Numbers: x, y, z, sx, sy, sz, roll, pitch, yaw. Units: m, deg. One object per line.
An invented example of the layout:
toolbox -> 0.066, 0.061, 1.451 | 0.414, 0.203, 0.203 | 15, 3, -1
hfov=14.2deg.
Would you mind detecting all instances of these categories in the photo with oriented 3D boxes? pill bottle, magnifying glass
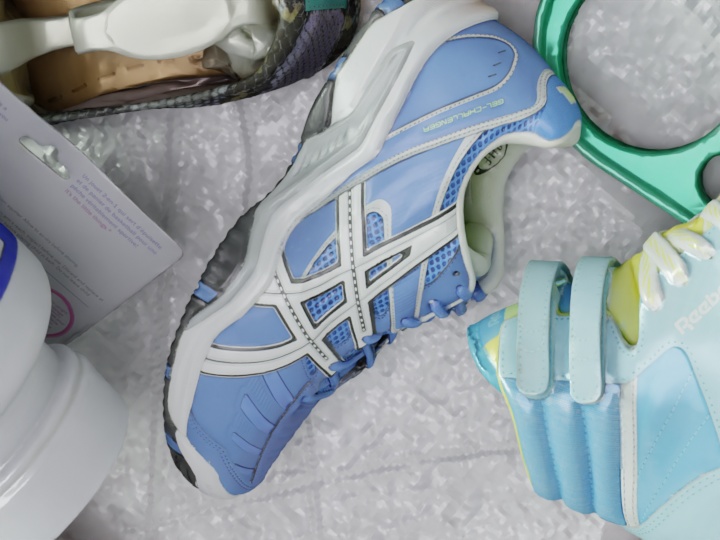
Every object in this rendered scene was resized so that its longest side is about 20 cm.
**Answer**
pill bottle -> -0.172, 0.008, 0.938 | 0.112, 0.112, 0.200 | -38, 114, 17
magnifying glass -> 0.128, -0.023, 0.972 | 0.079, 0.022, 0.201 | -31, 91, 18

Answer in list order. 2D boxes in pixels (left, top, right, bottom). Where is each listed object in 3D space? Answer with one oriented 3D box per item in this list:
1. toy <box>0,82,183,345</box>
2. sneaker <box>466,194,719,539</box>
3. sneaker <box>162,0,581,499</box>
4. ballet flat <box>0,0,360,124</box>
toy -> -0.165, -0.004, 1.028 | 0.200, 0.047, 0.115 | -36, 113, 30
sneaker -> 0.105, -0.002, 0.932 | 0.130, 0.080, 0.201 | 16, 102, 12
sneaker -> 0.000, 0.000, 0.979 | 0.077, 0.076, 0.201 | 35, 109, 15
ballet flat -> -0.102, -0.083, 0.999 | 0.199, 0.072, 0.073 | -8, 97, 16
